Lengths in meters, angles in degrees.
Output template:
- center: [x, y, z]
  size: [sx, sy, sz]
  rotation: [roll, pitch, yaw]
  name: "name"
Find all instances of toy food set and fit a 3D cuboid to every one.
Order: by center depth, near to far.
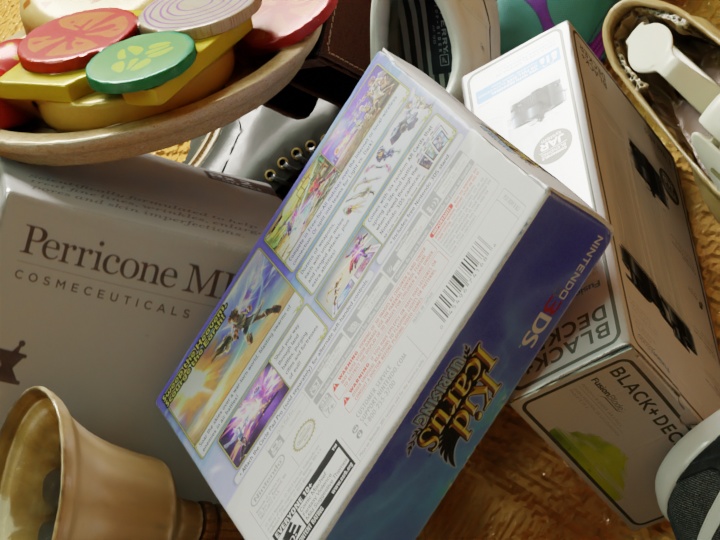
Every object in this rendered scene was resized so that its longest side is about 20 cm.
- center: [-0.109, -0.113, 1.113]
  size: [0.197, 0.049, 0.200]
  rotation: [4, 32, 32]
  name: "toy food set"

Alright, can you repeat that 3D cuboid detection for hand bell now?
- center: [-0.068, 0.121, 1.061]
  size: [0.104, 0.199, 0.105]
  rotation: [-31, 54, 55]
  name: "hand bell"

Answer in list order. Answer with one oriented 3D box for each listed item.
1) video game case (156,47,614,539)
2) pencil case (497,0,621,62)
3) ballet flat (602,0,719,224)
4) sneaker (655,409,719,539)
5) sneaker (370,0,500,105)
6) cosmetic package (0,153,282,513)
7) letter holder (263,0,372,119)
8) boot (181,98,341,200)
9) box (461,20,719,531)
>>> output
- center: [0.004, 0.024, 0.979]
  size: [0.201, 0.045, 0.181]
  rotation: [-57, 32, 9]
  name: "video game case"
- center: [0.120, -0.157, 1.150]
  size: [0.092, 0.085, 0.200]
  rotation: [41, 97, 27]
  name: "pencil case"
- center: [0.166, -0.068, 1.042]
  size: [0.069, 0.063, 0.200]
  rotation: [-49, 35, 9]
  name: "ballet flat"
- center: [0.209, 0.068, 0.882]
  size: [0.200, 0.073, 0.112]
  rotation: [-50, 37, 23]
  name: "sneaker"
- center: [0.036, -0.056, 1.091]
  size: [0.073, 0.071, 0.202]
  rotation: [-12, 87, 34]
  name: "sneaker"
- center: [-0.134, 0.049, 1.147]
  size: [0.165, 0.164, 0.201]
  rotation: [-128, 52, -69]
  name: "cosmetic package"
- center: [0.014, -0.180, 1.231]
  size: [0.100, 0.142, 0.202]
  rotation: [-4, 71, 47]
  name: "letter holder"
- center: [-0.042, -0.045, 1.272]
  size: [0.138, 0.077, 0.201]
  rotation: [-13, 54, 39]
  name: "boot"
- center: [0.107, 0.000, 1.006]
  size: [0.060, 0.117, 0.201]
  rotation: [-26, 44, 21]
  name: "box"
